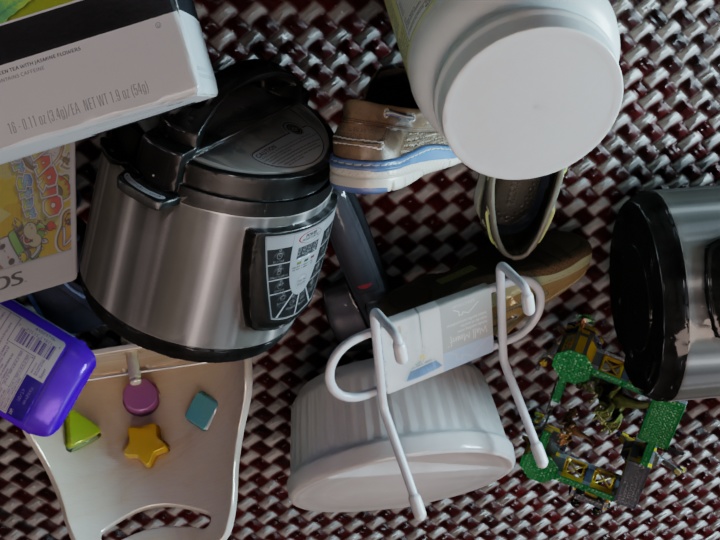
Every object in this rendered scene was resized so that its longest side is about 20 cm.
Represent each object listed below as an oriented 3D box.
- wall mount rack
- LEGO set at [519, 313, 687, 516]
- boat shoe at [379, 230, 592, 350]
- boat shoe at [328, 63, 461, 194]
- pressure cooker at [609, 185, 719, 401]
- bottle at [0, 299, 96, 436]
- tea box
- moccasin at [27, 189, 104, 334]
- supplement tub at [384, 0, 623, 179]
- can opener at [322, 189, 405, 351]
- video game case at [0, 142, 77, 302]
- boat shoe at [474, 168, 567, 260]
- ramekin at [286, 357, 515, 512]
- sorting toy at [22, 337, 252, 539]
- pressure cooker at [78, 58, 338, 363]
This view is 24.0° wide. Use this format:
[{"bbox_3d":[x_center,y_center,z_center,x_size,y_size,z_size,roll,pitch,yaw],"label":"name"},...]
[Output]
[{"bbox_3d":[0.076,0.092,1.342,0.198,0.075,0.175,-20,126,-18],"label":"wall mount rack"},{"bbox_3d":[0.232,0.114,1.550,0.152,0.116,0.202,14,130,14],"label":"LEGO set"},{"bbox_3d":[0.107,0.029,1.413,0.198,0.072,0.077,-19,117,-19],"label":"boat shoe"},{"bbox_3d":[0.037,-0.112,1.238,0.071,0.200,0.073,9,109,17],"label":"boat shoe"},{"bbox_3d":[0.318,0.012,1.396,0.197,0.180,0.177,-4,136,-7],"label":"pressure cooker"},{"bbox_3d":[-0.306,0.049,1.315,0.199,0.065,0.084,30,86,-1],"label":"bottle"},{"bbox_3d":[-0.209,-0.171,1.020,0.198,0.134,0.199,-17,94,1],"label":"tea box"},{"bbox_3d":[-0.237,-0.025,1.312,0.067,0.081,0.201,-9,148,10],"label":"moccasin"},{"bbox_3d":[0.094,-0.173,1.161,0.143,0.201,0.146,-7,134,-7],"label":"supplement tub"},{"bbox_3d":[0.000,0.000,1.393,0.078,0.064,0.201,-19,134,-2],"label":"can opener"},{"bbox_3d":[-0.275,-0.063,1.164,0.181,0.023,0.202,-19,123,-38],"label":"video game case"},{"bbox_3d":[0.133,-0.098,1.336,0.071,0.061,0.203,-3,133,-11],"label":"boat shoe"},{"bbox_3d":[0.030,0.140,1.468,0.200,0.095,0.203,-8,161,-3],"label":"ramekin"},{"bbox_3d":[-0.178,0.144,1.390,0.197,0.182,0.107,-8,163,-4],"label":"sorting toy"},{"bbox_3d":[-0.109,-0.056,1.231,0.177,0.176,0.202,7,121,-18],"label":"pressure cooker"}]
